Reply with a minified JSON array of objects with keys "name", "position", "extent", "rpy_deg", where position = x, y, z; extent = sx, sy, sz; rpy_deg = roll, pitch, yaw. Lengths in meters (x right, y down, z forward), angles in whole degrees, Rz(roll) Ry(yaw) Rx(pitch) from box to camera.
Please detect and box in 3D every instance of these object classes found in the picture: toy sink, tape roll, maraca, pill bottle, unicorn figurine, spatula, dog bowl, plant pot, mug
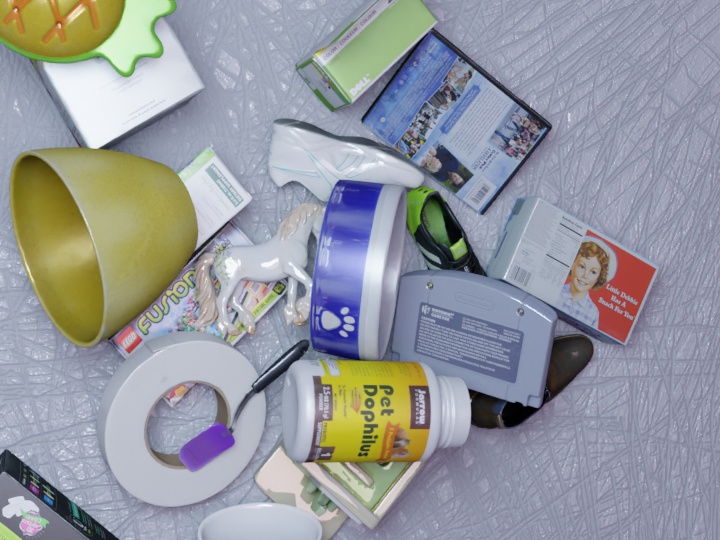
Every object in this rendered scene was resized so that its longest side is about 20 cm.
[{"name":"toy sink","position":[-0.014,0.223,1.313],"extent":[0.130,0.112,0.200],"rpy_deg":[44,81,-13]},{"name":"tape roll","position":[-0.204,0.170,1.262],"extent":[0.199,0.037,0.207],"rpy_deg":[-10,110,-28]},{"name":"maraca","position":[-0.279,-0.266,1.064],"extent":[0.197,0.107,0.140],"rpy_deg":[16,95,-15]},{"name":"pill bottle","position":[0.017,0.155,1.209],"extent":[0.196,0.109,0.112],"rpy_deg":[2,92,-16]},{"name":"unicorn figurine","position":[-0.098,-0.003,1.258],"extent":[0.196,0.074,0.140],"rpy_deg":[-8,82,-13]},{"name":"spatula","position":[-0.130,0.151,1.263],"extent":[0.200,0.020,0.057],"rpy_deg":[-47,144,-14]},{"name":"dog bowl","position":[0.000,0.000,1.256],"extent":[0.077,0.200,0.204],"rpy_deg":[8,91,7]},{"name":"plant pot","position":[-0.250,-0.040,1.126],"extent":[0.140,0.199,0.204],"rpy_deg":[-21,99,-35]},{"name":"mug","position":[-0.093,0.381,1.281],"extent":[0.196,0.148,0.179],"rpy_deg":[-2,104,-18]}]

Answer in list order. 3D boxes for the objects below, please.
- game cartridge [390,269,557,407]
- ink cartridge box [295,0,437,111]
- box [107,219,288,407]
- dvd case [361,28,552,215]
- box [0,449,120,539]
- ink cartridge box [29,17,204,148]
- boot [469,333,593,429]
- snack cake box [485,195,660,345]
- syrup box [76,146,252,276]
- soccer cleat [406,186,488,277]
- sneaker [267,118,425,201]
[{"name":"game cartridge","position":[0.135,0.074,1.317],"extent":[0.197,0.041,0.136],"rpy_deg":[16,115,23]},{"name":"ink cartridge box","position":[0.018,-0.265,1.253],"extent":[0.148,0.200,0.076],"rpy_deg":[-44,103,-9]},{"name":"box","position":[-0.189,0.050,1.294],"extent":[0.200,0.035,0.110],"rpy_deg":[-46,103,-9]},{"name":"dvd case","position":[0.119,-0.181,1.354],"extent":[0.199,0.018,0.143],"rpy_deg":[35,105,-14]},{"name":"box","position":[-0.364,0.325,1.211],"extent":[0.200,0.124,0.149],"rpy_deg":[43,81,-15]},{"name":"ink cartridge box","position":[-0.285,-0.246,1.194],"extent":[0.143,0.145,0.202],"rpy_deg":[-30,100,-12]},{"name":"boot","position":[0.230,0.147,1.387],"extent":[0.198,0.097,0.076],"rpy_deg":[-30,101,-12]},{"name":"snack cake box","position":[0.271,0.001,1.409],"extent":[0.198,0.067,0.117],"rpy_deg":[28,83,-16]},{"name":"syrup box","position":[-0.225,-0.043,1.255],"extent":[0.200,0.081,0.079],"rpy_deg":[-43,99,-11]},{"name":"soccer cleat","position":[0.115,-0.011,1.355],"extent":[0.067,0.081,0.202],"rpy_deg":[-33,101,-12]},{"name":"sneaker","position":[-0.019,-0.123,1.325],"extent":[0.196,0.071,0.082],"rpy_deg":[13,104,-13]}]
